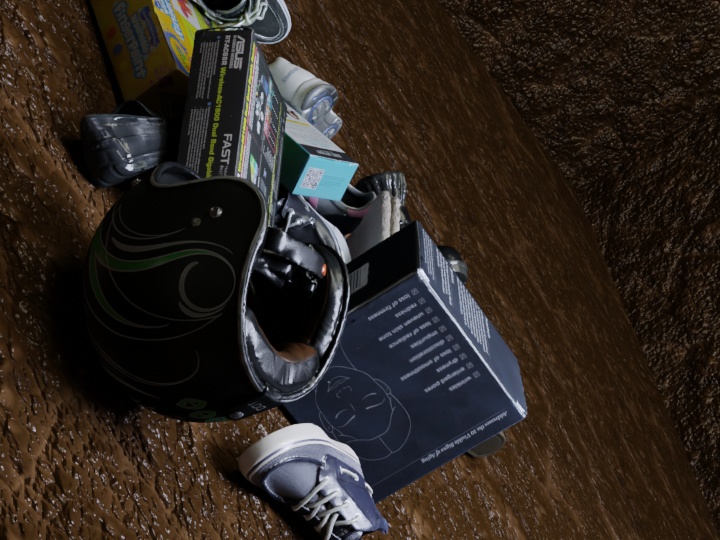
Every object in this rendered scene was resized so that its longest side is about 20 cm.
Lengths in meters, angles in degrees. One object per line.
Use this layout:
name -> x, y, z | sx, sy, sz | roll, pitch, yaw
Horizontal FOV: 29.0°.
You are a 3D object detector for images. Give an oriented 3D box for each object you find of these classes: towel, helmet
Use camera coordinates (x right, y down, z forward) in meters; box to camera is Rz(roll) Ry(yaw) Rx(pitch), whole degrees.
towel -> 0.000, 0.000, 1.594 | 0.034, 0.133, 0.201 | 29, 26, -15
helmet -> -0.125, 0.017, 1.090 | 0.199, 0.189, 0.203 | -10, 102, -57

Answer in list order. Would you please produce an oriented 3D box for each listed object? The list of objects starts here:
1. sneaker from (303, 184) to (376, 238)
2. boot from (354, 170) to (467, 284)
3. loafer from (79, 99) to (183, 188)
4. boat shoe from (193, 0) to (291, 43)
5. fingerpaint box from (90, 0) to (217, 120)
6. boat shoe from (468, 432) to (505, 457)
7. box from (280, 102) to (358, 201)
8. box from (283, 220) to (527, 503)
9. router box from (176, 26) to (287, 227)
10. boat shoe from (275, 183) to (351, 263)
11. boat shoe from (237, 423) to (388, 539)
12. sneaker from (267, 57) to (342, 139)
sneaker -> -0.066, -0.120, 1.661 | 0.199, 0.082, 0.071 | 37, 34, -27
boot -> 0.054, -0.048, 1.697 | 0.079, 0.210, 0.160 | 7, 78, -32
loafer -> -0.204, -0.129, 1.319 | 0.071, 0.067, 0.200 | 67, 19, -4
boat shoe -> -0.140, -0.301, 1.549 | 0.199, 0.073, 0.068 | 40, 17, -50
fingerpaint box -> -0.204, -0.232, 1.494 | 0.167, 0.073, 0.202 | 36, 26, -56
boat shoe -> 0.121, 0.174, 1.789 | 0.200, 0.071, 0.068 | 54, 9, -52
box -> -0.097, -0.153, 1.558 | 0.082, 0.050, 0.200 | 7, 29, -49
box -> 0.031, 0.095, 1.399 | 0.197, 0.199, 0.124 | 53, 16, -20
router box -> -0.124, -0.109, 1.344 | 0.150, 0.061, 0.203 | 68, 24, -64
boat shoe -> -0.083, -0.059, 1.558 | 0.201, 0.071, 0.068 | 58, 19, 15
boat shoe -> -0.034, 0.199, 1.241 | 0.093, 0.074, 0.200 | 58, 13, 23
sneaker -> -0.073, -0.196, 1.685 | 0.087, 0.074, 0.200 | 44, -17, 12
